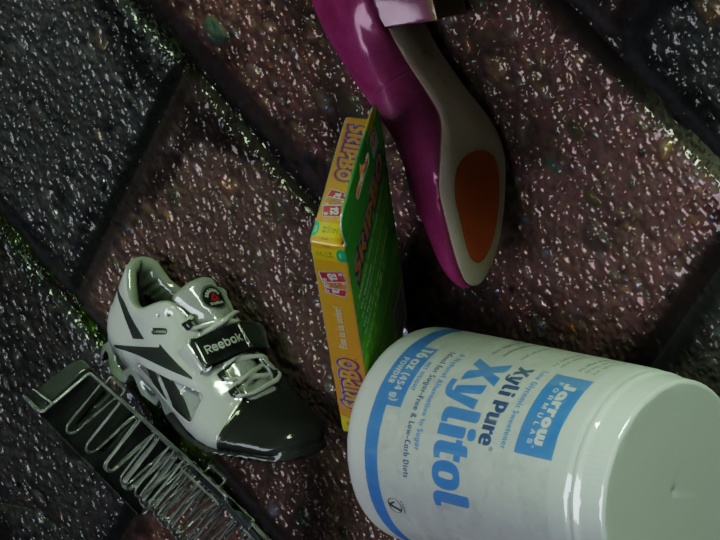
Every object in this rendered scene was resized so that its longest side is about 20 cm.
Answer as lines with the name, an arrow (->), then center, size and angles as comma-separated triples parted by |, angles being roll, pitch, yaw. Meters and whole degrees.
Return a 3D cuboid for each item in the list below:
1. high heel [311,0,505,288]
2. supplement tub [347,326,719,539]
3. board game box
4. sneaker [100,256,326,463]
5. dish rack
high heel -> 0.027, -0.086, 1.769 | 0.096, 0.067, 0.200 | -9, 87, 40
supplement tub -> 0.103, 0.109, 1.731 | 0.200, 0.132, 0.132 | 9, 114, 43
board game box -> 0.000, 0.000, 1.764 | 0.030, 0.096, 0.200 | 8, 142, 10
sneaker -> -0.098, 0.056, 1.953 | 0.200, 0.074, 0.089 | 30, 125, 36
dish rack -> -0.121, 0.146, 1.969 | 0.200, 0.055, 0.153 | 38, 172, 39
